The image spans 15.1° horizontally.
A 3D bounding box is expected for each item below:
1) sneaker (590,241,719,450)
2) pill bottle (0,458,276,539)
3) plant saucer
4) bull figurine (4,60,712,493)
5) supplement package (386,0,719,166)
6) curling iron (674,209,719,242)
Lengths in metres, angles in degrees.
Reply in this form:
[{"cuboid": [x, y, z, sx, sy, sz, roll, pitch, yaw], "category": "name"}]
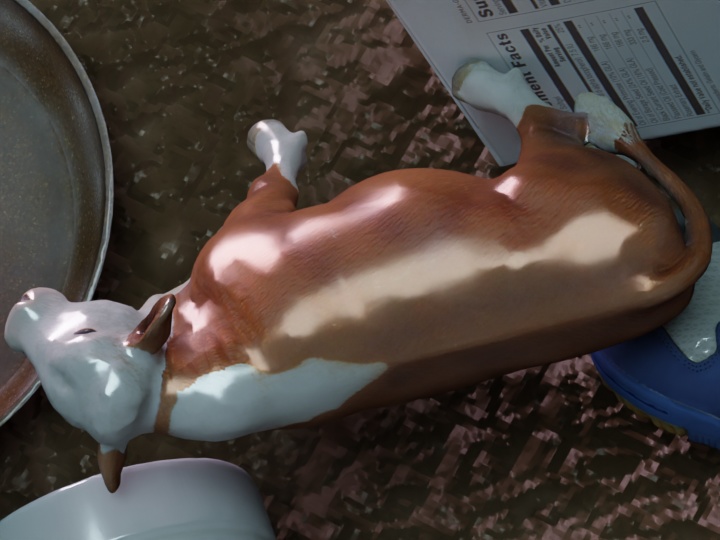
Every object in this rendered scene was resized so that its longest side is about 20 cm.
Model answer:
[{"cuboid": [0.156, 0.006, 0.764, 0.200, 0.088, 0.075, 4, 50, 24], "category": "sneaker"}, {"cuboid": [-0.043, 0.163, 0.777, 0.116, 0.116, 0.200, -22, 66, 3], "category": "pill bottle"}, {"cuboid": [-0.177, -0.014, 0.918, 0.200, 0.032, 0.200, -3, 71, 10], "category": "plant saucer"}, {"cuboid": [0.000, 0.000, 0.785, 0.200, 0.065, 0.121, -9, 34, 4], "category": "bull figurine"}, {"cuboid": [0.110, -0.147, 0.813, 0.200, 0.151, 0.152, -10, 55, 23], "category": "supplement package"}, {"cuboid": [0.137, 0.048, 0.807, 0.050, 0.026, 0.200, -3, 46, -22], "category": "curling iron"}]
